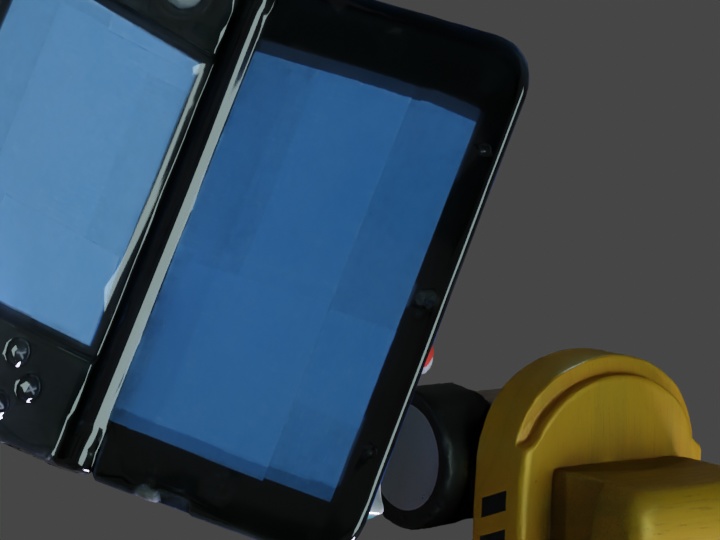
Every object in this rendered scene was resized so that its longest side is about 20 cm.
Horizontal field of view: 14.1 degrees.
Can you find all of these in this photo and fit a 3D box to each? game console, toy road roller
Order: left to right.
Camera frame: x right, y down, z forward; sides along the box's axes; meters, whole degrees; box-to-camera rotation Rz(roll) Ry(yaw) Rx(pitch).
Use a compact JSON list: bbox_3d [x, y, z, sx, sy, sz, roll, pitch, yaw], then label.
[{"bbox_3d":[-0.063,-0.025,1.015,0.170,0.118,0.201,28,78,-38],"label":"game console"},{"bbox_3d":[0.085,0.132,1.136,0.122,0.146,0.202,-2,97,-38],"label":"toy road roller"}]

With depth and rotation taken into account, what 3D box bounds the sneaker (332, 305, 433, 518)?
[{"bbox_3d":[0.000,0.000,1.084,0.070,0.093,0.201,14,87,-39],"label":"sneaker"}]
